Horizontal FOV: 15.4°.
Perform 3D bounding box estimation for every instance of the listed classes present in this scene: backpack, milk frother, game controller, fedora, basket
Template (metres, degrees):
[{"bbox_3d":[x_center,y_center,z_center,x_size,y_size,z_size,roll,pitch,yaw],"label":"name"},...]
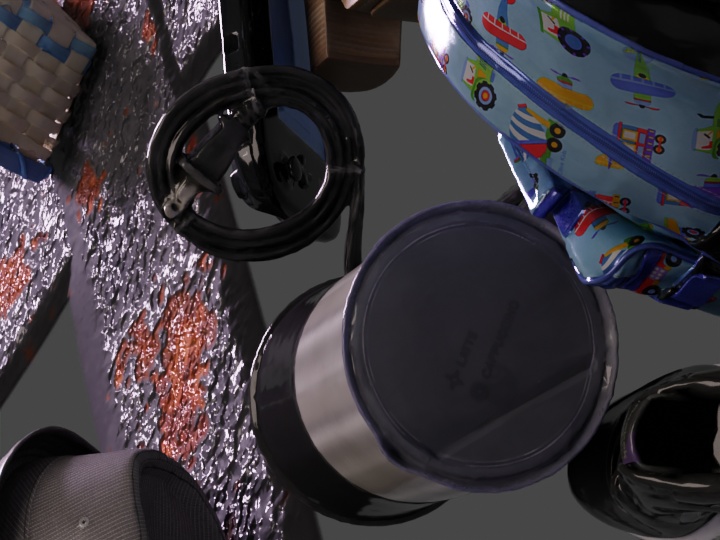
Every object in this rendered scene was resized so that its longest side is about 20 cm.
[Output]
[{"bbox_3d":[0.109,-0.078,1.018,0.135,0.199,0.183,-58,35,29],"label":"backpack"},{"bbox_3d":[0.000,0.000,1.143,0.188,0.199,0.181,144,149,-73],"label":"milk frother"},{"bbox_3d":[-0.042,-0.115,1.394,0.042,0.104,0.201,-17,66,26],"label":"game controller"},{"bbox_3d":[-0.123,0.173,1.391,0.090,0.177,0.201,-16,60,24],"label":"fedora"},{"bbox_3d":[-0.277,-0.109,1.763,0.201,0.139,0.176,-60,32,7],"label":"basket"}]

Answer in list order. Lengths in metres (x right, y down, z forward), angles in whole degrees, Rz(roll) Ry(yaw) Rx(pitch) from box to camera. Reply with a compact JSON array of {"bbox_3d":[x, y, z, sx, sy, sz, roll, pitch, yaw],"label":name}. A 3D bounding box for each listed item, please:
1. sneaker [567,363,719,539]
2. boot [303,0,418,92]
[{"bbox_3d":[0.127,0.063,1.038,0.200,0.087,0.076,-12,67,58],"label":"sneaker"},{"bbox_3d":[0.020,-0.193,1.344,0.200,0.073,0.155,-28,59,57],"label":"boot"}]
